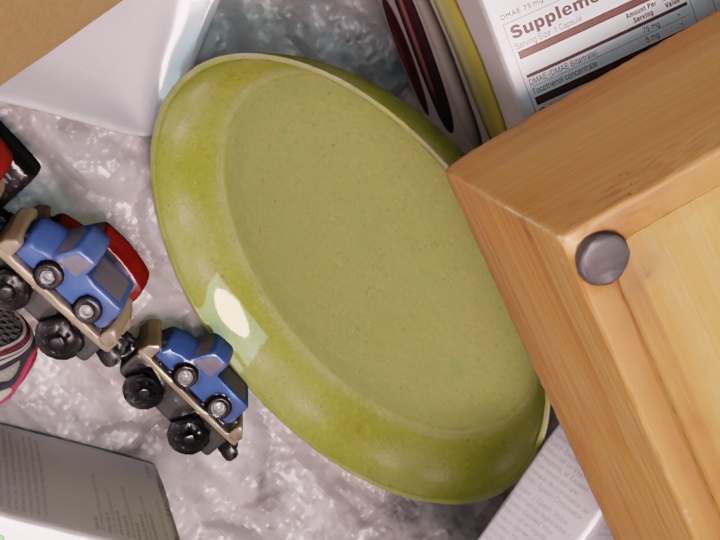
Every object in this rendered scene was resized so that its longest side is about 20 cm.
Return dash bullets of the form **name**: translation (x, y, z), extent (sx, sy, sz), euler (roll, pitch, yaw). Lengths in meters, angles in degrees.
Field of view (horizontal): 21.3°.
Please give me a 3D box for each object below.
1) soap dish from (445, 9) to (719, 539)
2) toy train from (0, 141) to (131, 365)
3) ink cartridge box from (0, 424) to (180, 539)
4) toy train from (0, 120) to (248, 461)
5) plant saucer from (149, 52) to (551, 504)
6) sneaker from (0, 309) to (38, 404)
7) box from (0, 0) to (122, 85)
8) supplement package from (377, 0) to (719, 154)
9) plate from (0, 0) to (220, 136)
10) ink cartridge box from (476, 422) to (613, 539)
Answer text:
- **soap dish**: translation (0.138, 0.019, 0.617), extent (0.156, 0.081, 0.201), euler (-28, 111, -4)
- **toy train**: translation (-0.155, -0.040, 0.715), extent (0.046, 0.034, 0.200), euler (-39, 106, 20)
- **ink cartridge box**: translation (-0.174, 0.092, 0.752), extent (0.198, 0.109, 0.051), euler (16, 100, -15)
- **toy train**: translation (-0.111, 0.002, 0.780), extent (0.046, 0.034, 0.200), euler (-40, 108, 9)
- **plant saucer**: translation (0.000, 0.000, 0.742), extent (0.031, 0.199, 0.201), euler (-38, 112, -35)
- **sneaker**: translation (-0.209, -0.012, 0.725), extent (0.199, 0.081, 0.075), euler (32, 114, -18)
- **box**: translation (-0.122, -0.140, 0.634), extent (0.200, 0.021, 0.164), euler (-41, 143, -29)
- **supplement package**: translation (0.094, -0.104, 0.718), extent (0.146, 0.191, 0.202), euler (-25, 108, -6)
- **plate**: translation (-0.105, -0.157, 0.696), extent (0.199, 0.032, 0.202), euler (8, 107, -57)
- **ink cartridge box**: translation (0.111, 0.085, 0.778), extent (0.041, 0.199, 0.201), euler (38, 94, 20)
